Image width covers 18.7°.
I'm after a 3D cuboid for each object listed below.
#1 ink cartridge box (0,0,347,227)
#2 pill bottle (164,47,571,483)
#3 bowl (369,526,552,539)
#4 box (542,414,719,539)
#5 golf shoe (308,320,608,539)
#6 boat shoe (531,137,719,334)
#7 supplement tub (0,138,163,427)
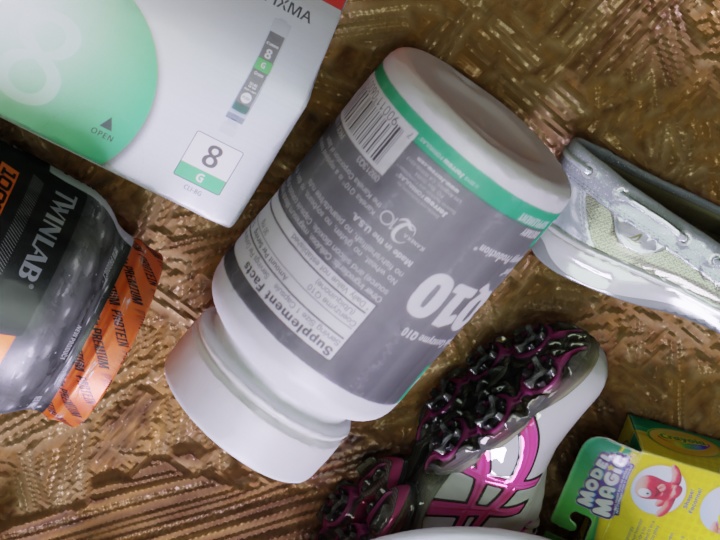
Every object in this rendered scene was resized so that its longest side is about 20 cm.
[{"bbox_3d":[-0.084,-0.140,1.038,0.161,0.050,0.200,26,111,-17],"label":"ink cartridge box"},{"bbox_3d":[0.000,0.000,1.069,0.113,0.113,0.200,35,107,-15],"label":"pill bottle"},{"bbox_3d":[0.051,0.226,1.136,0.200,0.091,0.201,0,138,0],"label":"bowl"},{"bbox_3d":[0.193,0.154,1.178,0.199,0.048,0.118,16,111,-11],"label":"box"},{"bbox_3d":[0.065,0.106,1.142,0.092,0.073,0.200,34,117,-23],"label":"golf shoe"},{"bbox_3d":[0.187,-0.009,1.098,0.201,0.074,0.065,18,115,-2],"label":"boat shoe"},{"bbox_3d":[-0.204,-0.011,1.050,0.200,0.123,0.123,27,108,-13],"label":"supplement tub"}]
